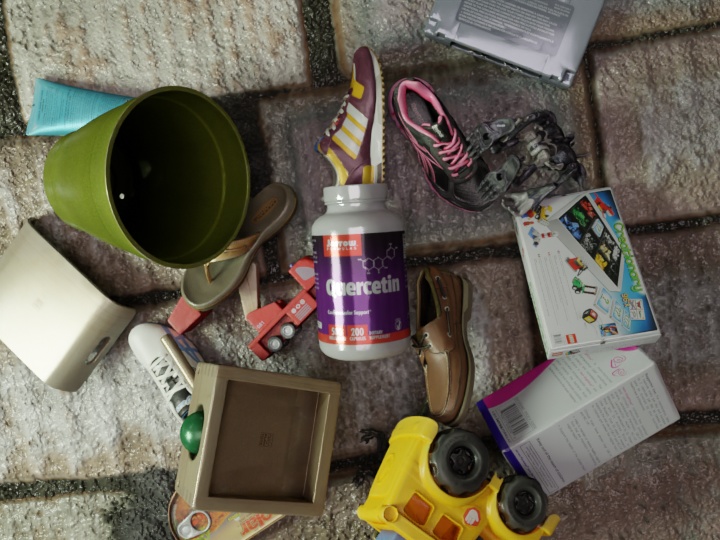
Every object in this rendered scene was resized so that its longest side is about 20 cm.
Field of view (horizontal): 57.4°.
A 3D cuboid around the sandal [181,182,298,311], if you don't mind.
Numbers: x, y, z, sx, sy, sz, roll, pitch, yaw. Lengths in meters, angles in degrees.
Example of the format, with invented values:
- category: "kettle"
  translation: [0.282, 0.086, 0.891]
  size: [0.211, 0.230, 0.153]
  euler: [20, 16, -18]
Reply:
- category: "sandal"
  translation: [-0.161, -0.040, 0.837]
  size: [0.080, 0.054, 0.200]
  euler: [37, 82, 28]

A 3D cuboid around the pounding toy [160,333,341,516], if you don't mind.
- category: "pounding toy"
  translation: [-0.148, 0.183, 0.801]
  size: [0.199, 0.142, 0.185]
  euler: [13, 79, -25]

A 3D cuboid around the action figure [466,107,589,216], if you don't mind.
- category: "action figure"
  translation: [0.196, -0.135, 0.790]
  size: [0.102, 0.199, 0.119]
  euler: [-29, 79, 41]

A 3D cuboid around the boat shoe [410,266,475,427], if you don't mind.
- category: "boat shoe"
  translation: [0.092, 0.088, 0.798]
  size: [0.068, 0.072, 0.201]
  euler: [22, 51, -23]

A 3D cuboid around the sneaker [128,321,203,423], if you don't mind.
- category: "sneaker"
  translation: [-0.234, 0.149, 0.867]
  size: [0.072, 0.072, 0.200]
  euler: [-41, 88, 7]

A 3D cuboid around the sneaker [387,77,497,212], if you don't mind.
- category: "sneaker"
  translation: [0.101, -0.156, 0.815]
  size: [0.079, 0.095, 0.200]
  euler: [-37, 91, 4]

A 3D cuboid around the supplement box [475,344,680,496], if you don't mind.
- category: "supplement box"
  translation: [0.261, 0.170, 0.801]
  size: [0.199, 0.101, 0.104]
  euler: [-33, 115, 6]

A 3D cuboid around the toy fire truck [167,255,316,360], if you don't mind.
- category: "toy fire truck"
  translation: [-0.137, 0.038, 0.865]
  size: [0.141, 0.049, 0.200]
  euler: [45, 94, 3]

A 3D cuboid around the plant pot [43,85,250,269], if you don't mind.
- category: "plant pot"
  translation: [-0.271, -0.107, 0.788]
  size: [0.192, 0.200, 0.202]
  euler: [4, 94, 36]

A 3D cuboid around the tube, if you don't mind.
- category: "tube"
  translation: [-0.349, -0.207, 0.872]
  size: [0.199, 0.050, 0.078]
  euler: [9, 84, 8]

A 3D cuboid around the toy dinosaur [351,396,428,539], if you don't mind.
- category: "toy dinosaur"
  translation: [0.037, 0.251, 0.855]
  size: [0.088, 0.047, 0.201]
  euler: [5, 64, 28]

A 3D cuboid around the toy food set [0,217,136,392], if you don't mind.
- category: "toy food set"
  translation: [-0.417, 0.045, 0.888]
  size: [0.200, 0.060, 0.144]
  euler: [40, 96, 10]

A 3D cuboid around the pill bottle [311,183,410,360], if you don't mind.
- category: "pill bottle"
  translation: [0.000, 0.000, 0.785]
  size: [0.112, 0.112, 0.201]
  euler: [-4, 95, 4]

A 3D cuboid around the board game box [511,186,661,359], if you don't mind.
- category: "board game box"
  translation: [0.266, 0.000, 0.795]
  size: [0.125, 0.035, 0.201]
  euler: [-9, 63, 5]

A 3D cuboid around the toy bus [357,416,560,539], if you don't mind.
- category: "toy bus"
  translation: [0.095, 0.292, 0.742]
  size: [0.200, 0.136, 0.192]
  euler: [36, 64, -4]

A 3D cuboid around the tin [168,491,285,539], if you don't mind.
- category: "tin"
  translation: [-0.164, 0.302, 0.886]
  size: [0.199, 0.042, 0.112]
  euler: [-33, 86, 4]

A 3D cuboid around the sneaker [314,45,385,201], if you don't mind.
- category: "sneaker"
  translation: [-0.015, -0.181, 0.831]
  size: [0.089, 0.075, 0.201]
  euler: [-2, 92, -1]

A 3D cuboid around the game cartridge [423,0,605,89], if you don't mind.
- category: "game cartridge"
  translation: [0.195, -0.326, 0.829]
  size: [0.199, 0.040, 0.134]
  euler: [22, 98, 3]
